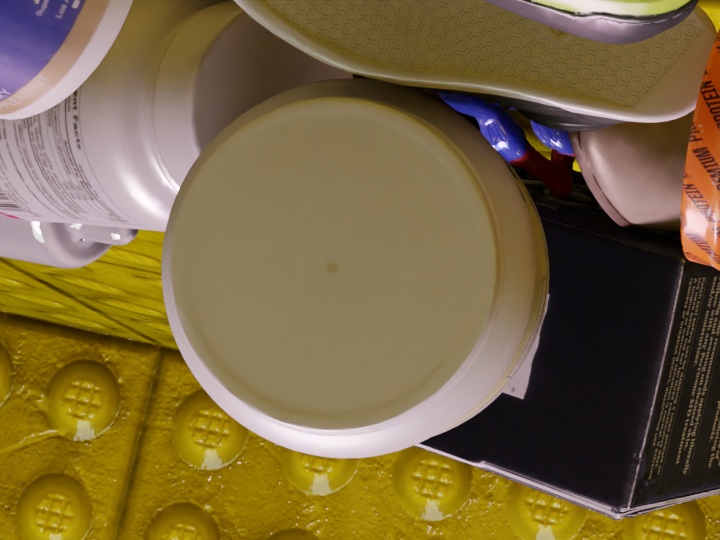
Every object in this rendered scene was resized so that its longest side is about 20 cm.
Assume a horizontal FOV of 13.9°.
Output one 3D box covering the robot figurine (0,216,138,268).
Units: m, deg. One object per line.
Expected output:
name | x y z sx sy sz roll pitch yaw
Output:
robot figurine | -0.198 -0.066 1.614 0.199 0.114 0.169 9 -159 25

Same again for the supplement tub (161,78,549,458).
supplement tub | 0.000 0.000 1.170 0.144 0.146 0.200 13 180 6

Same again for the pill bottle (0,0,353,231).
pill bottle | -0.100 -0.075 1.357 0.113 0.114 0.199 20 171 -40

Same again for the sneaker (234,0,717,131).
sneaker | 0.034 -0.096 1.125 0.199 0.071 0.099 16 177 0

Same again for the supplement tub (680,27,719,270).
supplement tub | 0.222 -0.031 1.059 0.199 0.123 0.123 11 172 17

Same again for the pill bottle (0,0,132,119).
pill bottle | -0.184 -0.136 1.049 0.199 0.116 0.115 20 170 -39

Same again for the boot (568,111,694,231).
boot | 0.193 -0.042 1.273 0.145 0.071 0.200 6 175 30

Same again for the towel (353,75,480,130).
towel | -0.036 -0.088 1.508 0.146 0.022 0.199 18 171 -37

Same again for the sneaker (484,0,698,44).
sneaker | 0.026 -0.136 0.935 0.199 0.072 0.083 13 149 1

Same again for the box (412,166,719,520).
box | 0.095 0.023 1.393 0.199 0.125 0.196 18 -171 29

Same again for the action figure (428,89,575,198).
action figure | 0.044 -0.087 1.259 0.065 0.052 0.200 0 162 42
